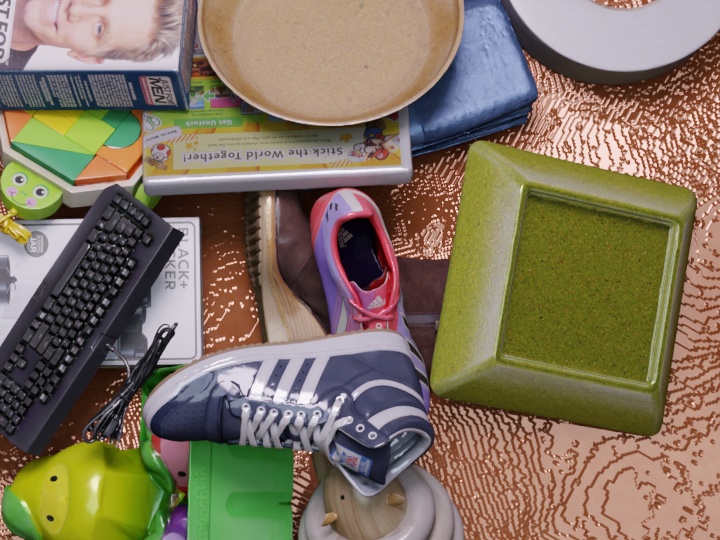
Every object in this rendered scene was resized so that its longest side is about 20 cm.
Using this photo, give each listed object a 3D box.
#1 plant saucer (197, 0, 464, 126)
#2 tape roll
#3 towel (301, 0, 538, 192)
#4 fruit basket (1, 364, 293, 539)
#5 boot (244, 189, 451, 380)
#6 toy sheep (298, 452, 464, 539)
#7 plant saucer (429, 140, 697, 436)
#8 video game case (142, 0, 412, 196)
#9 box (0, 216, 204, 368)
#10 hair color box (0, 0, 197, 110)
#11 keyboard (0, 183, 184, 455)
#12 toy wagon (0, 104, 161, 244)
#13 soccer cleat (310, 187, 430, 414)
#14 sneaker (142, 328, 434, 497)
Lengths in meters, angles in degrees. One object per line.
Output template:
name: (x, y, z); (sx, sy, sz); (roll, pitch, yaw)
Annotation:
plant saucer: (-0.022, -0.184, 1.595); (0.200, 0.035, 0.201); (0, 61, 0)
tape roll: (0.201, -0.249, 1.668); (0.200, 0.066, 0.201); (0, 84, -3)
towel: (0.030, -0.142, 1.656); (0.199, 0.049, 0.112); (-18, 79, -4)
fruit basket: (-0.160, 0.172, 1.579); (0.215, 0.155, 0.216); (2, 85, -21)
boot: (0.000, 0.000, 1.632); (0.166, 0.072, 0.201); (-8, 97, -12)
toy sheep: (0.016, 0.204, 1.572); (0.138, 0.200, 0.138); (-11, 47, 12)
plant saucer: (0.166, 0.014, 1.625); (0.199, 0.048, 0.200); (12, 84, -18)
video game case: (-0.065, -0.142, 1.605); (0.199, 0.023, 0.182); (-3, 60, -1)
box: (-0.219, 0.018, 1.623); (0.199, 0.060, 0.117); (0, 85, -3)
hair color box: (-0.226, -0.175, 1.579); (0.199, 0.061, 0.100); (0, 63, 4)
keyboard: (-0.195, 0.048, 1.550); (0.127, 0.021, 0.200); (35, 96, 23)
toy wagon: (-0.212, -0.104, 1.610); (0.155, 0.040, 0.200); (31, 59, 8)
soccer cleat: (0.009, 0.036, 1.560); (0.067, 0.076, 0.201); (-17, 104, -9)
sneaker: (-0.045, 0.108, 1.477); (0.199, 0.070, 0.109); (-11, 51, -16)
